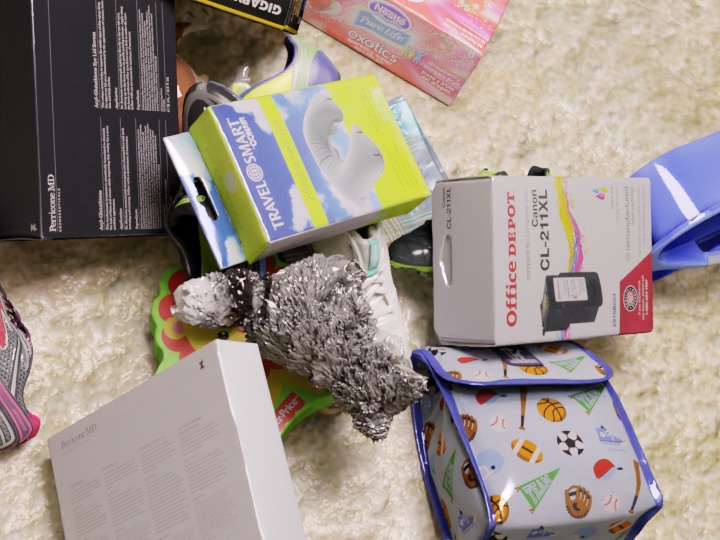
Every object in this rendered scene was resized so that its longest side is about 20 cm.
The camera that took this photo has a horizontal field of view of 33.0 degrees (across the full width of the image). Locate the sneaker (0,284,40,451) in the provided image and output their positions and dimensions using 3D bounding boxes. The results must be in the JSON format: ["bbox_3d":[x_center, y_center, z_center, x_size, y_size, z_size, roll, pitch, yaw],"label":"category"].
[{"bbox_3d":[-0.295,0.041,0.954,0.074,0.080,0.203,-2,89,-26],"label":"sneaker"}]

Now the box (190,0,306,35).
[{"bbox_3d":[-0.129,-0.259,1.094,0.158,0.200,0.050,16,99,-4],"label":"box"}]

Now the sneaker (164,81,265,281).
[{"bbox_3d":[-0.118,-0.061,0.998,0.070,0.083,0.203,-7,79,21],"label":"sneaker"}]

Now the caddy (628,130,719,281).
[{"bbox_3d":[0.332,-0.053,1.194,0.198,0.142,0.106,-21,69,-26],"label":"caddy"}]

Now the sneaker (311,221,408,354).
[{"bbox_3d":[0.000,0.000,1.068,0.074,0.088,0.203,-16,85,-25],"label":"sneaker"}]

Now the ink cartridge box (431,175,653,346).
[{"bbox_3d":[0.167,-0.010,1.096,0.198,0.082,0.148,-3,92,-35],"label":"ink cartridge box"}]

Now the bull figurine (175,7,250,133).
[{"bbox_3d":[-0.179,-0.183,1.113,0.121,0.065,0.201,-32,84,-21],"label":"bull figurine"}]

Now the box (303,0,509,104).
[{"bbox_3d":[0.038,-0.273,1.220,0.198,0.095,0.103,30,60,-4],"label":"box"}]

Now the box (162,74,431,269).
[{"bbox_3d":[-0.048,-0.085,0.991,0.198,0.048,0.123,-18,79,-38],"label":"box"}]

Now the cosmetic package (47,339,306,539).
[{"bbox_3d":[-0.141,0.160,0.894,0.051,0.199,0.153,8,59,-53],"label":"cosmetic package"}]

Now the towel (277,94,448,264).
[{"bbox_3d":[-0.008,-0.082,1.155,0.198,0.022,0.148,-19,73,-26],"label":"towel"}]

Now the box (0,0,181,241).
[{"bbox_3d":[-0.225,-0.127,0.998,0.140,0.078,0.203,-3,92,-48],"label":"box"}]

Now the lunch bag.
[{"bbox_3d":[0.141,0.145,1.046,0.168,0.125,0.202,-1,50,-19],"label":"lunch bag"}]

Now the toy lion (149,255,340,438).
[{"bbox_3d":[-0.106,0.077,1.027,0.191,0.069,0.200,37,59,9],"label":"toy lion"}]

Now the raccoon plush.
[{"bbox_3d":[-0.044,0.072,0.934,0.198,0.097,0.135,-10,55,-38],"label":"raccoon plush"}]

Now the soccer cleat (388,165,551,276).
[{"bbox_3d":[0.103,-0.050,1.137,0.198,0.067,0.082,-17,112,-33],"label":"soccer cleat"}]

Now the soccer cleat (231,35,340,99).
[{"bbox_3d":[-0.098,-0.119,1.078,0.084,0.065,0.201,41,82,-19],"label":"soccer cleat"}]
